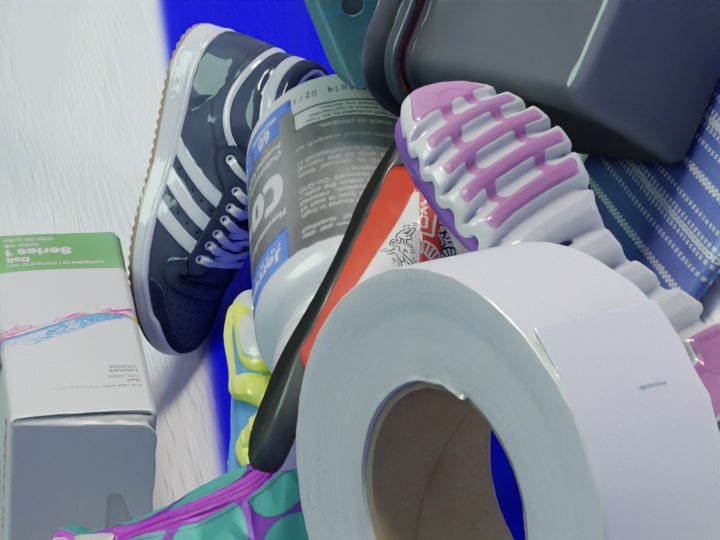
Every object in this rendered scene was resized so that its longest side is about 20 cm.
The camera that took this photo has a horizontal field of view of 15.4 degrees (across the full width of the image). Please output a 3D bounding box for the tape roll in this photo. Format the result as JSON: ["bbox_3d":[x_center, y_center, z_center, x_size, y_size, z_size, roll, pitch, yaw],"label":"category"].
[{"bbox_3d":[0.059,0.090,1.087,0.202,0.071,0.203,19,113,51],"label":"tape roll"}]

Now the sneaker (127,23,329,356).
[{"bbox_3d":[-0.070,-0.039,1.570,0.108,0.070,0.201,15,101,32],"label":"sneaker"}]

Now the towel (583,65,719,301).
[{"bbox_3d":[0.140,-0.028,1.238,0.200,0.024,0.145,-57,27,14],"label":"towel"}]

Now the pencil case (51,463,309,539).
[{"bbox_3d":[-0.065,0.136,1.283,0.200,0.092,0.085,-26,31,32],"label":"pencil case"}]

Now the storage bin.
[{"bbox_3d":[0.106,-0.148,1.240,0.134,0.145,0.200,17,82,52],"label":"storage bin"}]

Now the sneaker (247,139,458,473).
[{"bbox_3d":[0.030,0.029,1.212,0.067,0.108,0.202,-53,8,51],"label":"sneaker"}]

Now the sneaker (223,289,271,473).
[{"bbox_3d":[-0.052,0.094,1.399,0.105,0.076,0.200,-53,28,19],"label":"sneaker"}]

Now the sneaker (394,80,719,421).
[{"bbox_3d":[0.076,0.007,1.170,0.080,0.200,0.089,-26,-20,-37],"label":"sneaker"}]

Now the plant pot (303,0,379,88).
[{"bbox_3d":[0.021,-0.186,1.383,0.141,0.142,0.200,-19,28,8],"label":"plant pot"}]

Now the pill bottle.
[{"bbox_3d":[0.000,0.000,1.354,0.114,0.114,0.200,-46,29,28],"label":"pill bottle"}]

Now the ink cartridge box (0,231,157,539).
[{"bbox_3d":[-0.172,0.089,1.549,0.200,0.084,0.145,-109,21,-57],"label":"ink cartridge box"}]
